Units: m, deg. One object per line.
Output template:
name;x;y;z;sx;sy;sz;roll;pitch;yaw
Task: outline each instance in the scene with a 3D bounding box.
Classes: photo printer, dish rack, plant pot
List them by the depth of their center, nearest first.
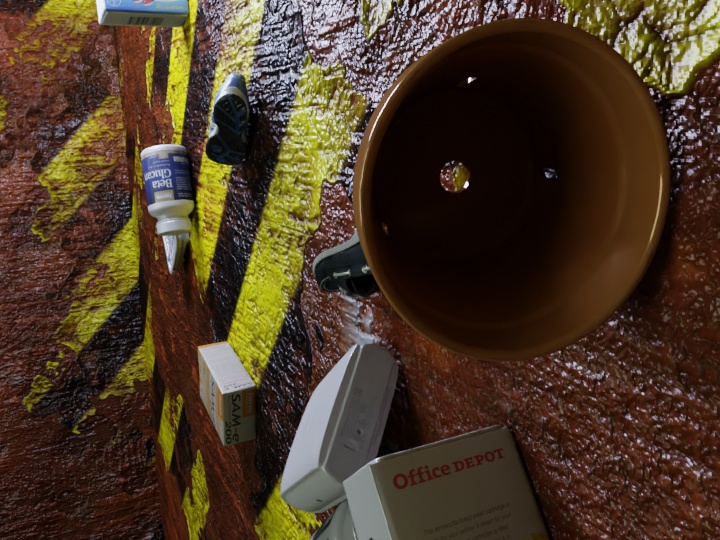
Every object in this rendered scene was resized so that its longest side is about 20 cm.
plant pot;0.083;-0.057;0.469;0.140;0.196;0.204;-130;37;-74
photo printer;-0.032;0.196;0.821;0.200;0.069;0.168;127;165;-57
dish rack;-0.495;-0.111;1.820;0.172;0.043;0.203;123;134;-55

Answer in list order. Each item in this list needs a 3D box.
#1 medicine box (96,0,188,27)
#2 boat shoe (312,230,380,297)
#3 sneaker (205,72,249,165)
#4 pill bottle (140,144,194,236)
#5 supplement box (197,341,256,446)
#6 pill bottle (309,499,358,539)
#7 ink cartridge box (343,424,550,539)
medicine box;-0.480;-0.643;1.483;0.103;0.179;0.204;2;99;63
boat shoe;0.000;0.000;0.769;0.200;0.074;0.061;142;123;-62
sneaker;-0.226;-0.258;1.200;0.200;0.074;0.078;127;153;-55
pill bottle;-0.457;-0.189;1.639;0.111;0.109;0.204;-15;83;64
supplement box;-0.281;0.252;1.430;0.200;0.072;0.128;38;131;55
pill bottle;0.007;0.323;0.796;0.115;0.112;0.201;68;151;28
ink cartridge box;0.085;0.251;0.574;0.086;0.145;0.203;-54;49;54
